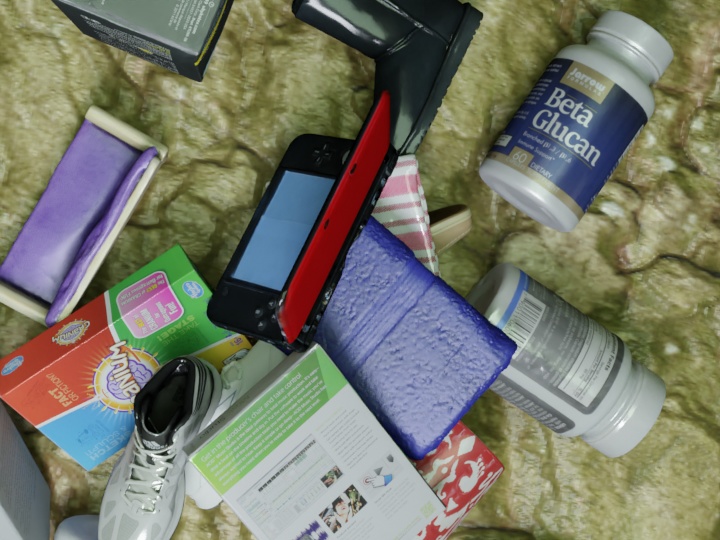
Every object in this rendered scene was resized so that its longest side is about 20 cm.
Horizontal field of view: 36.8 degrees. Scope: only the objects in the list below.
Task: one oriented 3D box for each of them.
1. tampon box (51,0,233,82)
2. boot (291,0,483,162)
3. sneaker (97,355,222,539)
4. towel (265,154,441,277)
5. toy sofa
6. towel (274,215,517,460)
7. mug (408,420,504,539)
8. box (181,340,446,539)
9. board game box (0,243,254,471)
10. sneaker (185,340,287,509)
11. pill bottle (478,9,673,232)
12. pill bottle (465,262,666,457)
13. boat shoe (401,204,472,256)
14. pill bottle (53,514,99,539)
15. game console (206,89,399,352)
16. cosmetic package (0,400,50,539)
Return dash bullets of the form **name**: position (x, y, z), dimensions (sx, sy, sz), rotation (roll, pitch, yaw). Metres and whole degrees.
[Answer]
- **tampon box**: position (-0.171, -0.265, 0.950), dimensions (0.126, 0.200, 0.150), rotation (22, 92, -8)
- **boot**: position (0.005, -0.208, 1.036), dimensions (0.168, 0.076, 0.200), rotation (27, 83, -11)
- **sneaker**: position (-0.187, 0.163, 0.931), dimensions (0.076, 0.115, 0.201), rotation (19, 80, 8)
- **towel**: position (0.000, 0.000, 1.009), dimensions (0.146, 0.030, 0.200), rotation (-11, 94, 6)
- **toy sofa**: position (-0.262, -0.048, 1.004), dimensions (0.083, 0.098, 0.200), rotation (30, 90, -8)
- **towel**: position (0.024, 0.057, 0.979), dimensions (0.200, 0.050, 0.148), rotation (41, 98, 1)
- **mug**: position (0.026, 0.217, 1.026), dimensions (0.200, 0.178, 0.133), rotation (-45, 55, -7)
- **box**: position (-0.036, 0.179, 0.930), dimensions (0.144, 0.036, 0.200), rotation (-40, 110, -13)
- **board game box**: position (-0.211, 0.084, 1.001), dimensions (0.200, 0.040, 0.153), rotation (-34, 140, -3)
- **sneaker**: position (-0.128, 0.133, 1.022), dimensions (0.087, 0.075, 0.200), rotation (29, 99, -21)
- **pill bottle**: position (0.213, -0.147, 1.050), dimensions (0.111, 0.111, 0.200), rotation (34, 89, -8)
- **pill bottle**: position (0.190, 0.091, 1.060), dimensions (0.200, 0.114, 0.114), rotation (34, 89, -8)
- **boat shoe**: position (0.030, 0.006, 1.061), dimensions (0.200, 0.071, 0.065), rotation (-33, 101, 6)
- **pill bottle**: position (-0.257, 0.343, 1.019), dimensions (0.112, 0.112, 0.200), rotation (17, 91, -8)
- **game console**: position (-0.057, -0.047, 0.901), dimensions (0.119, 0.172, 0.200), rotation (44, 67, -48)
- **cosmetic package**: position (-0.335, 0.183, 0.943), dimensions (0.071, 0.101, 0.200), rotation (-11, 135, -2)
